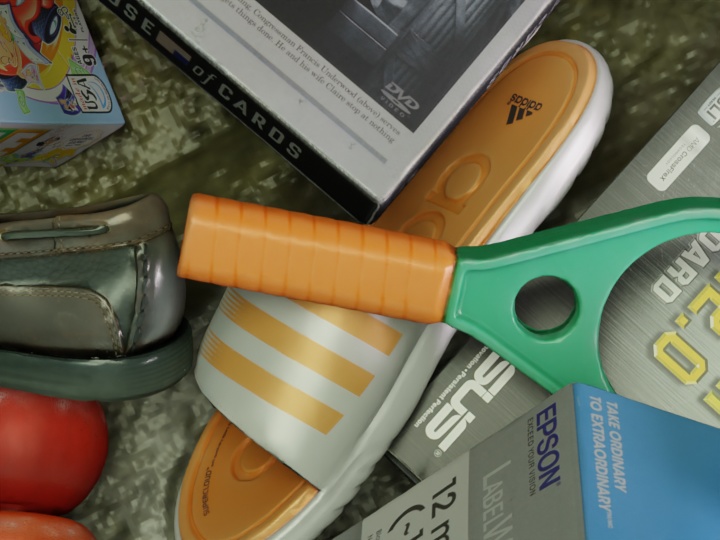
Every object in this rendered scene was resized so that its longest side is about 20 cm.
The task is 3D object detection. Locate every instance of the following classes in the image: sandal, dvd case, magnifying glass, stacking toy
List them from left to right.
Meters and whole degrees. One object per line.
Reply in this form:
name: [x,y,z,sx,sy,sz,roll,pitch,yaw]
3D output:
stacking toy: [-0.109,0.126,0.826,0.085,0.085,0.201,2,75,6]
sandal: [-0.004,-0.002,0.823,0.059,0.079,0.207,42,78,-33]
dvd case: [0.005,-0.132,0.826,0.150,0.025,0.200,40,66,0]
magnifying glass: [0.046,0.008,0.773,0.199,0.022,0.080,11,105,-3]

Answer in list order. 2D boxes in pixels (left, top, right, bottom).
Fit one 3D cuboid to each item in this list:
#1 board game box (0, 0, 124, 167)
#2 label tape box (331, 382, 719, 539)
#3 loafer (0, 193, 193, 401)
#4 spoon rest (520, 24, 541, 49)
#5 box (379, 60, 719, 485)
board game box: [-0.160,-0.129,0.834,0.034,0.134,0.201,-28,79,29]
label tape box: [0.053,0.109,0.717,0.200,0.144,0.066,-37,120,27]
loafer: [-0.145,-0.008,0.832,0.199,0.072,0.063,9,112,16]
spoon rest: [-0.027,-0.129,0.852,0.199,0.061,0.100,31,68,11]
box: [0.129,0.035,0.823,0.158,0.048,0.200,43,88,11]
